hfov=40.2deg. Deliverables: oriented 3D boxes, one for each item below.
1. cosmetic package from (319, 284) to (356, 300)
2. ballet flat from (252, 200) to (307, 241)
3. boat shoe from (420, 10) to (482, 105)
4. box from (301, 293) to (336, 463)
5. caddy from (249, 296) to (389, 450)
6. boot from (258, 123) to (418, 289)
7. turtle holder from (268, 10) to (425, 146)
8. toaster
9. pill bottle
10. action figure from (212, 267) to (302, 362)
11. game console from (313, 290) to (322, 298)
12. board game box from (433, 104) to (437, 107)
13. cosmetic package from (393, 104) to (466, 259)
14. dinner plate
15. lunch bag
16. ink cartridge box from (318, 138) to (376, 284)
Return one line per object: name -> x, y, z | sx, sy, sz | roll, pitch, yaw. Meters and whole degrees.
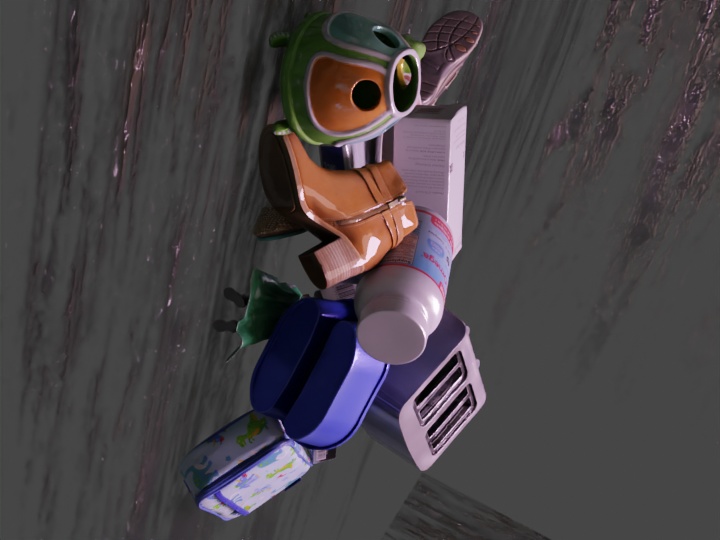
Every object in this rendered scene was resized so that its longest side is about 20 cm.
cosmetic package -> 0.000, 0.000, 1.436 | 0.200, 0.073, 0.104 | -51, 121, -69
ballet flat -> -0.082, -0.075, 1.206 | 0.200, 0.070, 0.066 | -23, 111, -74
boat shoe -> 0.114, -0.314, 1.501 | 0.200, 0.074, 0.073 | -51, 172, -20
box -> -0.071, 0.154, 1.408 | 0.040, 0.137, 0.201 | -10, 125, -20
caddy -> -0.046, 0.128, 1.243 | 0.105, 0.141, 0.201 | 21, 99, -55
boot -> -0.019, -0.096, 1.118 | 0.155, 0.201, 0.077 | -32, -167, -30
turtle holder -> -0.003, -0.198, 1.041 | 0.185, 0.131, 0.142 | 6, 92, -64
toaster -> 0.074, 0.158, 1.367 | 0.200, 0.118, 0.181 | -45, 141, -20
pill bottle -> 0.052, 0.017, 1.195 | 0.201, 0.108, 0.109 | -75, 178, -51
action figure -> -0.120, 0.050, 1.261 | 0.119, 0.054, 0.200 | -69, 162, 6
game console -> -0.051, 0.140, 1.554 | 0.201, 0.174, 0.117 | 101, -9, -45
board game box -> 0.101, -0.214, 1.665 | 0.136, 0.034, 0.200 | -68, 166, 9
cosmetic package -> 0.092, -0.114, 1.320 | 0.113, 0.081, 0.202 | -48, 140, -64
dinner plate -> 0.049, -0.167, 1.337 | 0.200, 0.024, 0.202 | 5, 90, -73
lunch bag -> -0.157, 0.270, 1.349 | 0.160, 0.083, 0.200 | -31, 158, -7
ink cartridge box -> -0.006, -0.119, 1.274 | 0.200, 0.040, 0.201 | -70, 157, -55
